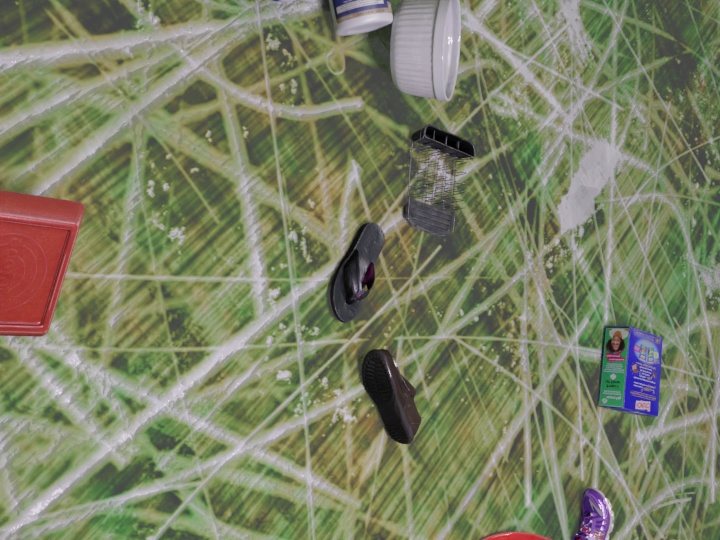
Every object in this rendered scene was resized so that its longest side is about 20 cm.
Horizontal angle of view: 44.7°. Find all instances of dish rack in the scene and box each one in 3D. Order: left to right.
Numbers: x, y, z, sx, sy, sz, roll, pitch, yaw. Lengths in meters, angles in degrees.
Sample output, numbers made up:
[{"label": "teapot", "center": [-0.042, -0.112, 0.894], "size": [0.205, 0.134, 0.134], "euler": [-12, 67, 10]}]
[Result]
[{"label": "dish rack", "center": [0.155, -0.174, 1.745], "size": [0.153, 0.054, 0.201], "euler": [14, 78, -40]}]

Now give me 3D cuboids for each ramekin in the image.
[{"label": "ramekin", "center": [0.123, -0.423, 1.653], "size": [0.200, 0.104, 0.202], "euler": [6, 90, -77]}]

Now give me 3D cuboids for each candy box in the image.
[{"label": "candy box", "center": [0.671, 0.252, 2.168], "size": [0.169, 0.077, 0.201], "euler": [18, 74, -41]}]

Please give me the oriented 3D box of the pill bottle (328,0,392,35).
[{"label": "pill bottle", "center": [-0.013, -0.537, 1.580], "size": [0.111, 0.111, 0.201], "euler": [-18, 99, -41]}]

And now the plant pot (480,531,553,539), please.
[{"label": "plant pot", "center": [0.321, 0.652, 1.757], "size": [0.200, 0.200, 0.179], "euler": [-12, 104, -42]}]

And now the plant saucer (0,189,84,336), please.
[{"label": "plant saucer", "center": [-0.457, -0.001, 1.117], "size": [0.199, 0.037, 0.201], "euler": [6, 108, -51]}]

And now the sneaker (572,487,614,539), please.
[{"label": "sneaker", "center": [0.529, 0.603, 2.015], "size": [0.083, 0.080, 0.201], "euler": [9, 82, -36]}]

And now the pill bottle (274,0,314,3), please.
[{"label": "pill bottle", "center": [-0.154, -0.511, 1.451], "size": [0.199, 0.112, 0.113], "euler": [7, 82, -42]}]

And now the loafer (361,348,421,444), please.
[{"label": "loafer", "center": [0.061, 0.225, 1.628], "size": [0.071, 0.073, 0.201], "euler": [-40, 121, -42]}]

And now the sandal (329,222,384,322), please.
[{"label": "sandal", "center": [0.000, -0.001, 1.595], "size": [0.075, 0.048, 0.201], "euler": [36, 63, -34]}]
